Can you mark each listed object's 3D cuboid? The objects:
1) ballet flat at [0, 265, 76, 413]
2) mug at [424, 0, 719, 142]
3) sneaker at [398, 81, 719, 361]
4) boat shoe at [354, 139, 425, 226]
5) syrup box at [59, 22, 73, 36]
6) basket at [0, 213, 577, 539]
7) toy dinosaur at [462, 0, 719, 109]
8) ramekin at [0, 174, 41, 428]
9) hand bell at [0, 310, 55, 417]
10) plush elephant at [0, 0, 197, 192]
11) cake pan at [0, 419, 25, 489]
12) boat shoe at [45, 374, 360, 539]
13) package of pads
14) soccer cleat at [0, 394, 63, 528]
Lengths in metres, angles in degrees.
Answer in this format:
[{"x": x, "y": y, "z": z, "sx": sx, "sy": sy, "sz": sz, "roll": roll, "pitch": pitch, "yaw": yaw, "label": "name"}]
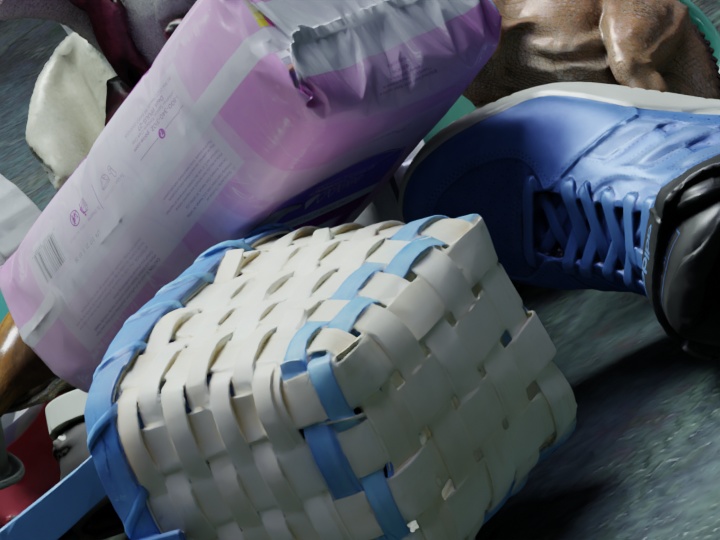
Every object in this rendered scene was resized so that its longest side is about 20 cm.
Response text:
[{"x": -0.126, "y": 0.029, "z": 1.330, "sx": 0.067, "sy": 0.068, "sz": 0.200, "roll": 2, "pitch": -5, "yaw": -38, "label": "ballet flat"}, {"x": 0.073, "y": -0.095, "z": 1.362, "sx": 0.152, "sy": 0.115, "sz": 0.185, "roll": -26, "pitch": -10, "yaw": 16, "label": "mug"}, {"x": 0.103, "y": -0.017, "z": 1.107, "sx": 0.199, "sy": 0.077, "sz": 0.111, "roll": 1, "pitch": 23, "yaw": 14, "label": "sneaker"}, {"x": 0.000, "y": 0.000, "z": 1.271, "sx": 0.065, "sy": 0.074, "sz": 0.200, "roll": -17, "pitch": -16, "yaw": -10, "label": "boat shoe"}, {"x": -0.104, "y": -0.138, "z": 1.424, "sx": 0.079, "sy": 0.200, "sz": 0.081, "roll": -41, "pitch": 35, "yaw": -9, "label": "syrup box"}, {"x": -0.040, "y": 0.067, "z": 1.060, "sx": 0.199, "sy": 0.140, "sz": 0.176, "roll": -12, "pitch": 19, "yaw": 36, "label": "basket"}, {"x": 0.086, "y": -0.098, "z": 1.225, "sx": 0.136, "sy": 0.199, "sz": 0.086, "roll": -62, "pitch": -4, "yaw": -40, "label": "toy dinosaur"}, {"x": -0.234, "y": 0.033, "z": 1.497, "sx": 0.200, "sy": 0.201, "sz": 0.098, "roll": -25, "pitch": 7, "yaw": 24, "label": "ramekin"}, {"x": -0.150, "y": 0.055, "z": 1.175, "sx": 0.104, "sy": 0.104, "sz": 0.200, "roll": -21, "pitch": 20, "yaw": 37, "label": "hand bell"}, {"x": -0.079, "y": -0.080, "z": 1.307, "sx": 0.164, "sy": 0.156, "sz": 0.200, "roll": 5, "pitch": 16, "yaw": 13, "label": "plush elephant"}, {"x": -0.241, "y": 0.065, "z": 1.278, "sx": 0.199, "sy": 0.037, "sz": 0.200, "roll": 4, "pitch": 6, "yaw": 0, "label": "cake pan"}, {"x": -0.046, "y": 0.065, "z": 1.263, "sx": 0.201, "sy": 0.061, "sz": 0.072, "roll": -18, "pitch": -19, "yaw": 34, "label": "boat shoe"}, {"x": -0.044, "y": -0.042, "z": 1.149, "sx": 0.120, "sy": 0.076, "sz": 0.200, "roll": -21, "pitch": -20, "yaw": -45, "label": "package of pads"}, {"x": -0.162, "y": 0.105, "z": 1.391, "sx": 0.200, "sy": 0.067, "sz": 0.077, "roll": -41, "pitch": -14, "yaw": -15, "label": "soccer cleat"}]
